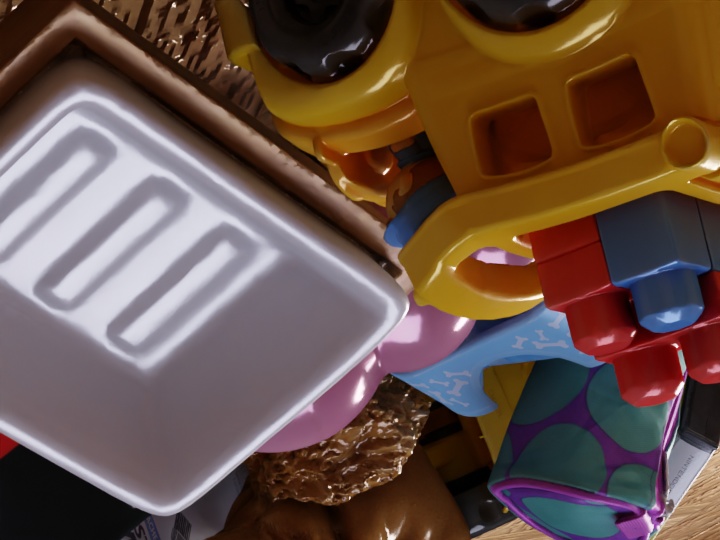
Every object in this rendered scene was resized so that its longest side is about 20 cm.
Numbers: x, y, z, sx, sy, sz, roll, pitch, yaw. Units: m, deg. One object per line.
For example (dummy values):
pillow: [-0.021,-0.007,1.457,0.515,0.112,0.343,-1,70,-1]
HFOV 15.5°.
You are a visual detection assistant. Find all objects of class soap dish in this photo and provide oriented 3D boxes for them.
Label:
soap dish: [-0.093,-0.008,0.991,0.157,0.081,0.200,-41,130,17]

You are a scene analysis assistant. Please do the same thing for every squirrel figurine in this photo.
squirrel figurine: [-0.035,0.129,1.407,0.141,0.201,0.186,18,-162,28]

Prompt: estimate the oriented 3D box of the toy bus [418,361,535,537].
toy bus: [0.065,0.080,1.581,0.191,0.136,0.200,-22,176,-39]

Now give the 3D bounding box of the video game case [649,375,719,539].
video game case: [0.165,0.106,1.540,0.025,0.200,0.181,27,122,-3]

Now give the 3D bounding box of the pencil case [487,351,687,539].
pencil case: [0.137,0.047,1.346,0.092,0.201,0.085,14,151,16]

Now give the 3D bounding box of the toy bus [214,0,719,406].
toy bus: [0.065,-0.043,0.936,0.199,0.193,0.135,-17,167,32]

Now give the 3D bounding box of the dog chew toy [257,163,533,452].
dog chew toy: [0.000,0.000,1.226,0.199,0.125,0.125,-27,167,-4]

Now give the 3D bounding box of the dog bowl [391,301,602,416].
dog bowl: [0.073,0.001,1.310,0.049,0.112,0.200,17,154,-30]

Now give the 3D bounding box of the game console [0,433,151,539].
game console: [-0.116,0.028,1.088,0.200,0.031,0.177,-38,127,-4]

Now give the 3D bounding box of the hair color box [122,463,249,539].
hair color box: [-0.135,0.122,1.440,0.065,0.110,0.200,-12,-161,26]
